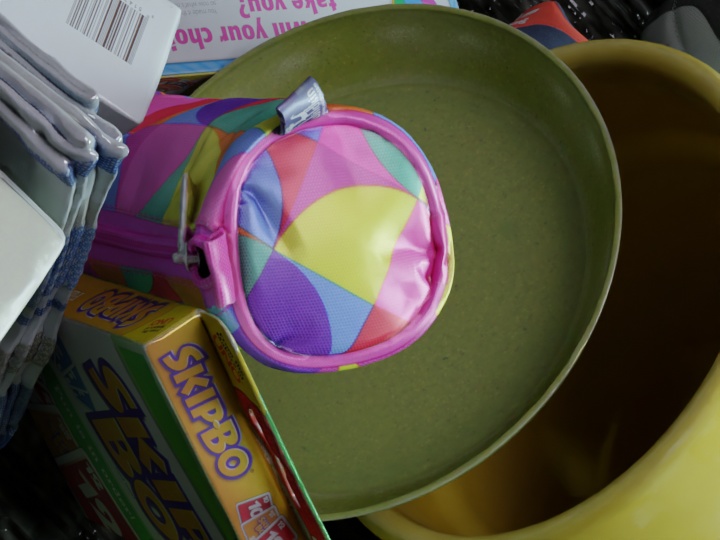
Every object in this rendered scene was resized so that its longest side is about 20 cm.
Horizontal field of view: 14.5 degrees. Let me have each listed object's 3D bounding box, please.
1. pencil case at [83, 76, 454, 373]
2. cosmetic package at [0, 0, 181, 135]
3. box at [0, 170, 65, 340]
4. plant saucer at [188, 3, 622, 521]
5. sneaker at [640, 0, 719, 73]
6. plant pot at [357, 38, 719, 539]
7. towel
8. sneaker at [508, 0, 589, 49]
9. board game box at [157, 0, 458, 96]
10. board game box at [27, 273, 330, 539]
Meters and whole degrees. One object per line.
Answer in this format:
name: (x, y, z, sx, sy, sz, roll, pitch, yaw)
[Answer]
pencil case: (-0.047, -0.017, 0.894, 0.088, 0.200, 0.089, -2, 95, -25)
cosmetic package: (-0.179, -0.087, 0.886, 0.199, 0.151, 0.052, 32, 56, -23)
box: (-0.171, 0.025, 0.813, 0.068, 0.200, 0.082, 43, 51, -15)
plant saucer: (0.000, 0.000, 0.984, 0.031, 0.199, 0.201, 50, 41, -54)
sneaker: (0.186, -0.043, 1.207, 0.074, 0.079, 0.201, -52, 122, -43)
plant pot: (0.114, 0.044, 1.044, 0.189, 0.200, 0.202, 33, 53, -42)
towel: (-0.143, -0.032, 0.837, 0.147, 0.200, 0.024, 40, 59, 7)
sneaker: (0.125, -0.033, 1.153, 0.200, 0.075, 0.085, 45, 39, -22)
board game box: (-0.059, -0.133, 1.075, 0.199, 0.034, 0.135, -7, 76, -39)
board game box: (-0.066, 0.049, 0.880, 0.030, 0.200, 0.096, -32, 107, -21)
